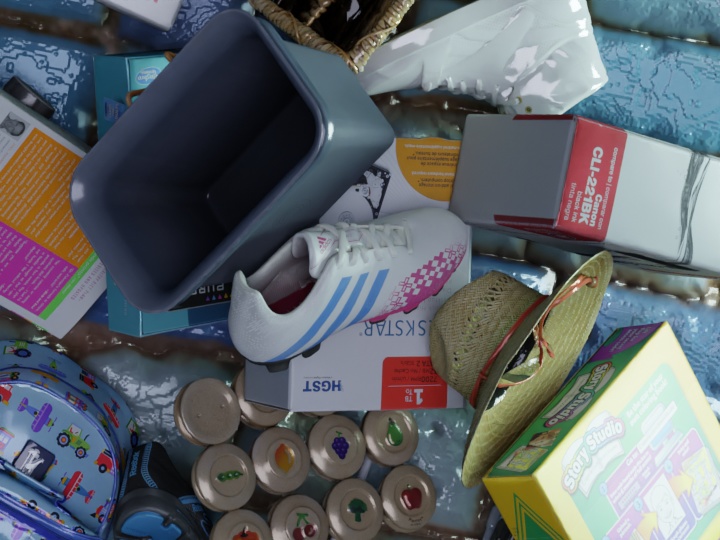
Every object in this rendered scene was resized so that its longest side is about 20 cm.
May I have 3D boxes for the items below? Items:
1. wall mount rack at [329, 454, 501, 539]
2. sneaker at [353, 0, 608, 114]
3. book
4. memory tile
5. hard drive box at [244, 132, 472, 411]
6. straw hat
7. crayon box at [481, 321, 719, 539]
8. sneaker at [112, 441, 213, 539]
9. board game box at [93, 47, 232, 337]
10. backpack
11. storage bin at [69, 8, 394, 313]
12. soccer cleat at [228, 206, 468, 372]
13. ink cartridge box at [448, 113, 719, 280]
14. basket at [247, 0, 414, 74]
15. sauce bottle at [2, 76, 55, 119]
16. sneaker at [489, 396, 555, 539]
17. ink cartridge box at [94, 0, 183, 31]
[{"bbox_3d":[0.020,0.236,1.796,0.199,0.075,0.174,31,97,-11],"label":"wall mount rack"},{"bbox_3d":[0.089,-0.142,1.744,0.199,0.074,0.116,-22,97,-5],"label":"sneaker"},{"bbox_3d":[-0.253,-0.046,1.683,0.200,0.048,0.134,35,95,-41],"label":"book"},{"bbox_3d":[-0.039,0.138,1.743,0.199,0.017,0.155,-12,84,-31],"label":"memory tile"},{"bbox_3d":[0.000,0.000,1.717,0.155,0.077,0.202,-1,94,-30],"label":"hard drive box"},{"bbox_3d":[0.097,0.050,1.679,0.085,0.201,0.202,32,94,16],"label":"straw hat"},{"bbox_3d":[0.199,0.166,1.749,0.200,0.058,0.173,-43,111,-39],"label":"crayon box"},{"bbox_3d":[-0.127,0.209,1.750,0.073,0.082,0.201,-13,137,8],"label":"sneaker"},{"bbox_3d":[-0.118,-0.063,1.709,0.150,0.047,0.202,-9,101,-38],"label":"board game box"},{"bbox_3d":[-0.258,0.162,1.718,0.182,0.135,0.201,36,90,-11],"label":"backpack"},{"bbox_3d":[-0.083,-0.078,1.589,0.200,0.134,0.146,-44,69,24],"label":"storage bin"},{"bbox_3d":[-0.005,-0.003,1.617,0.199,0.070,0.087,-30,139,-24],"label":"soccer cleat"},{"bbox_3d":[0.187,-0.052,1.698,0.199,0.144,0.085,13,87,-30],"label":"ink cartridge box"},{"bbox_3d":[-0.007,-0.261,1.676,0.142,0.149,0.200,38,93,-11],"label":"basket"},{"bbox_3d":[-0.304,-0.055,1.715,0.066,0.066,0.200,39,90,-11],"label":"sauce bottle"},{"bbox_3d":[0.154,0.200,1.790,0.090,0.078,0.202,14,84,-42],"label":"sneaker"},{"bbox_3d":[-0.200,-0.279,1.682,0.199,0.088,0.146,24,94,-12],"label":"ink cartridge box"}]
